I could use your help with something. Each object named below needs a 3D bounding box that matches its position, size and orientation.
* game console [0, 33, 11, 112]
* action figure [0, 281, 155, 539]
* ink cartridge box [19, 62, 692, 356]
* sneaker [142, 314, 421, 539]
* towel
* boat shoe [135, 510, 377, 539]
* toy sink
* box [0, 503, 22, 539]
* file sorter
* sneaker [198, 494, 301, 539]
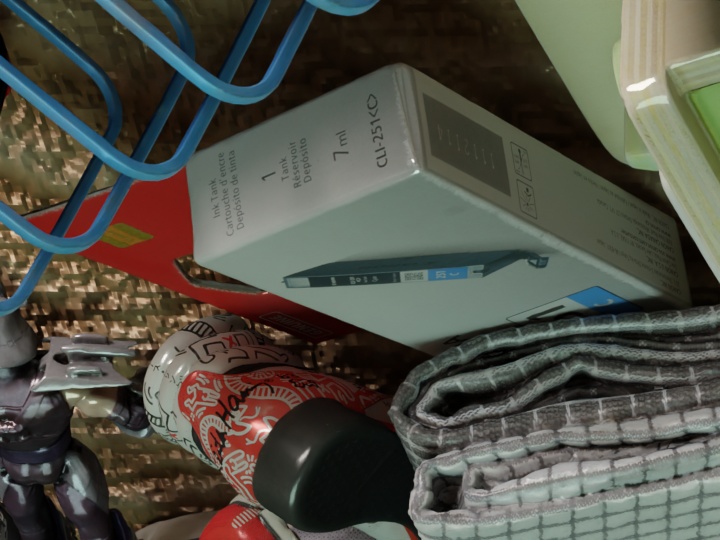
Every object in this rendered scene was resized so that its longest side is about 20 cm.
[{"bbox_3d":[-0.199,-0.053,0.700,0.177,0.201,0.031,35,132,-30],"label":"game console"},{"bbox_3d":[-0.141,0.084,0.961,0.129,0.070,0.201,2,128,17],"label":"action figure"},{"bbox_3d":[0.000,0.000,0.799,0.176,0.045,0.200,-20,155,29],"label":"ink cartridge box"},{"bbox_3d":[-0.009,0.070,0.928,0.108,0.067,0.201,32,-174,32],"label":"sneaker"},{"bbox_3d":[0.122,0.078,0.850,0.199,0.086,0.166,-12,148,5],"label":"towel"},{"bbox_3d":[-0.053,0.166,1.021,0.199,0.093,0.075,-21,133,30],"label":"boat shoe"},{"bbox_3d":[0.149,-0.065,0.697,0.199,0.112,0.130,-14,135,24],"label":"toy sink"},{"bbox_3d":[-0.215,0.193,1.114,0.157,0.050,0.200,-12,136,23],"label":"box"},{"bbox_3d":[-0.085,-0.097,0.659,0.123,0.139,0.200,40,132,-17],"label":"file sorter"},{"bbox_3d":[-0.071,0.180,0.939,0.077,0.085,0.201,44,134,25],"label":"sneaker"}]
